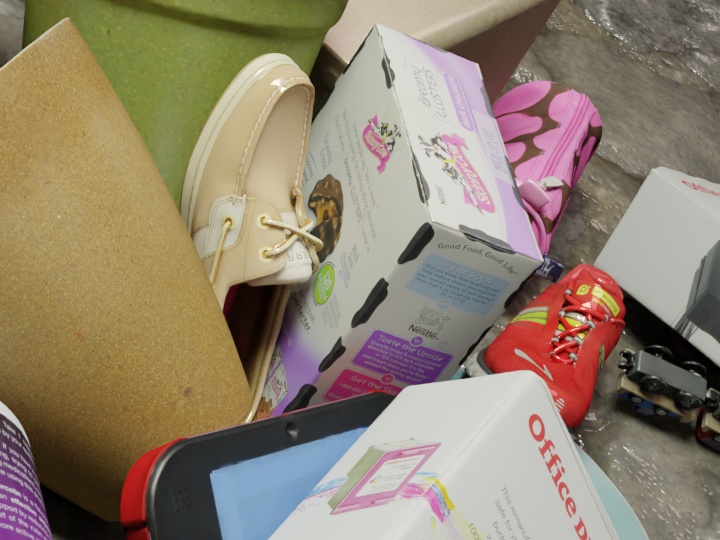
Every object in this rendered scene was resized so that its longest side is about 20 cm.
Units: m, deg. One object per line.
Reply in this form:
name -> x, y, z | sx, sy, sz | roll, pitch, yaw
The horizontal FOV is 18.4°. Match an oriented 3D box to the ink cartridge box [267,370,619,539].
ink cartridge box -> 0.034, 0.158, 1.021 | 0.200, 0.084, 0.145 | -44, 115, -45

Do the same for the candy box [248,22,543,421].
candy box -> 0.000, 0.000, 1.180 | 0.071, 0.200, 0.168 | 19, 35, -26

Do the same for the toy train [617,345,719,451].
toy train -> 0.242, 0.098, 1.434 | 0.199, 0.046, 0.034 | 26, 56, -21

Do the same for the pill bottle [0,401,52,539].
pill bottle -> -0.182, 0.124, 0.921 | 0.112, 0.113, 0.200 | 13, 38, -33

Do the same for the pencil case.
pencil case -> 0.108, -0.060, 1.470 | 0.091, 0.094, 0.200 | 33, 30, -3

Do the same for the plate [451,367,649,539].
plate -> 0.083, 0.124, 1.241 | 0.200, 0.026, 0.200 | 33, 21, -14

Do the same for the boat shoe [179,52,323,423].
boat shoe -> -0.053, -0.009, 1.133 | 0.069, 0.201, 0.074 | 28, 21, 30

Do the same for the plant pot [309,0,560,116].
plant pot -> -0.027, -0.146, 1.376 | 0.200, 0.200, 0.177 | 41, 43, 10

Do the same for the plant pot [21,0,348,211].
plant pot -> -0.109, -0.107, 1.202 | 0.200, 0.185, 0.200 | 15, 17, -5

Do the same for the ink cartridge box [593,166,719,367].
ink cartridge box -> 0.274, 0.027, 1.467 | 0.200, 0.084, 0.145 | 42, 18, 33

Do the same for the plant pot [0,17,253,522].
plant pot -> -0.150, 0.016, 1.062 | 0.200, 0.186, 0.186 | 52, 30, -8

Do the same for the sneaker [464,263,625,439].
sneaker -> 0.118, 0.039, 1.324 | 0.077, 0.085, 0.200 | 36, 18, -1

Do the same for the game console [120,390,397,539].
game console -> -0.023, 0.154, 1.037 | 0.200, 0.031, 0.178 | -10, 84, -50
